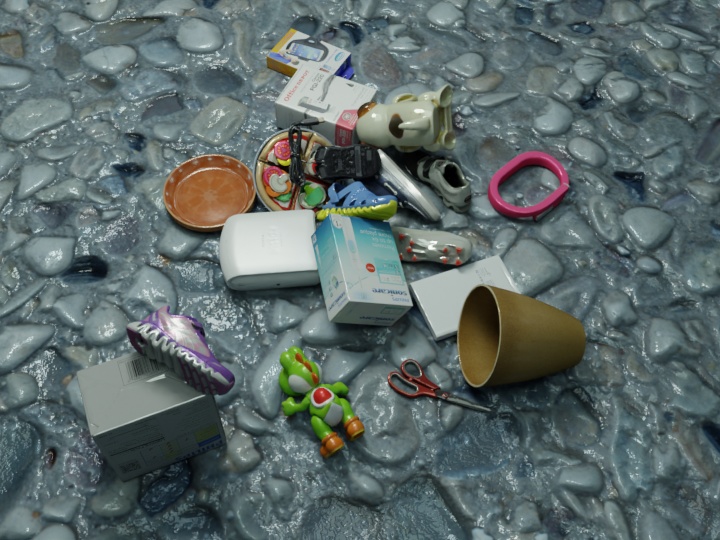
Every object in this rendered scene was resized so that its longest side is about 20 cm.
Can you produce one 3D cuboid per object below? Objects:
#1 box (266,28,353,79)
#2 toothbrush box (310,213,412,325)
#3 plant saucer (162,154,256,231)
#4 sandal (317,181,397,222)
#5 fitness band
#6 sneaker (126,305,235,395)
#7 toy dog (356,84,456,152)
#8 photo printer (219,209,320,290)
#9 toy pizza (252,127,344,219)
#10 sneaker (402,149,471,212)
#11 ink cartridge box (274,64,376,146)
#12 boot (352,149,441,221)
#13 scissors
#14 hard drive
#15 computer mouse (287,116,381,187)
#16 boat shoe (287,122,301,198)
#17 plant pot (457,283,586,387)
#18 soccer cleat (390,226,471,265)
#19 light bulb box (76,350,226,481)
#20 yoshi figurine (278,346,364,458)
[{"bbox_3d":[-0.117,-0.514,1.878,0.199,0.042,0.119,24,60,16],"label":"box"},{"bbox_3d":[0.000,0.000,1.490,0.146,0.085,0.201,7,55,-31],"label":"toothbrush box"},{"bbox_3d":[-0.323,-0.165,1.651,0.199,0.032,0.201,1,57,-1],"label":"plant saucer"},{"bbox_3d":[-0.008,-0.142,1.560,0.199,0.079,0.088,0,79,39],"label":"sandal"},{"bbox_3d":[0.372,-0.187,1.687,0.200,0.038,0.144,-37,65,-24],"label":"fitness band"},{"bbox_3d":[-0.271,0.119,1.209,0.199,0.081,0.089,29,52,18],"label":"sneaker"},{"bbox_3d":[0.088,-0.310,1.662,0.199,0.140,0.194,1,28,29],"label":"toy dog"},{"bbox_3d":[-0.186,-0.042,1.553,0.199,0.070,0.167,-4,57,-5],"label":"photo printer"},{"bbox_3d":[-0.128,-0.203,1.616,0.199,0.032,0.202,0,89,-17],"label":"toy pizza"},{"bbox_3d":[0.172,-0.221,1.672,0.074,0.089,0.200,-38,64,-21],"label":"sneaker"},{"bbox_3d":[-0.079,-0.375,1.764,0.199,0.085,0.146,20,58,13],"label":"ink cartridge box"},{"bbox_3d":[0.078,-0.160,1.650,0.090,0.073,0.200,-45,82,12],"label":"boot"},{"bbox_3d":[0.144,0.235,1.423,0.199,0.014,0.073,32,59,16],"label":"scissors"},{"bbox_3d":[0.215,0.053,1.532,0.199,0.025,0.132,-17,59,-13],"label":"hard drive"},{"bbox_3d":[-0.060,-0.253,1.604,0.199,0.046,0.141,-9,90,-13],"label":"computer mouse"},{"bbox_3d":[-0.150,-0.237,1.679,0.084,0.069,0.201,-9,61,-9],"label":"boat shoe"},{"bbox_3d":[0.306,0.127,1.414,0.199,0.187,0.187,6,56,-15],"label":"plant pot"},{"bbox_3d":[0.132,-0.054,1.582,0.199,0.070,0.078,11,27,14],"label":"soccer cleat"},{"bbox_3d":[-0.345,0.235,1.292,0.197,0.200,0.125,-18,58,-14],"label":"light bulb box"},{"bbox_3d":[-0.083,0.233,1.383,0.112,0.112,0.200,-39,77,20],"label":"yoshi figurine"}]
